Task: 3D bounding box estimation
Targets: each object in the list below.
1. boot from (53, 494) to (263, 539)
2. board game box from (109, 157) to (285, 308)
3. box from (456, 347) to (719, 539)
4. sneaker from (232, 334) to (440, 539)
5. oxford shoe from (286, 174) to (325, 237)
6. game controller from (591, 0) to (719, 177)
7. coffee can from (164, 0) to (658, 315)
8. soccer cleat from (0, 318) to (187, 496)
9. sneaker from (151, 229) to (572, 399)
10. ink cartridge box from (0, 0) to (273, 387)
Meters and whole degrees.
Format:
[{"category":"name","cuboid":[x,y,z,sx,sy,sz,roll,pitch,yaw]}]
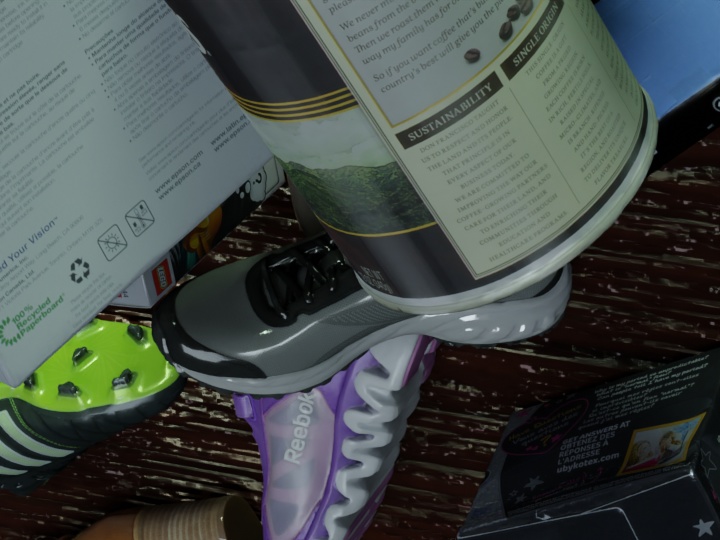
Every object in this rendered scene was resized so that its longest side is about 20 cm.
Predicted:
[{"category":"boot","cuboid":[-0.102,0.223,1.276,0.154,0.077,0.201,-17,110,25]},{"category":"board game box","cuboid":[-0.094,-0.101,1.054,0.034,0.126,0.201,6,122,29]},{"category":"box","cuboid":[0.155,0.159,1.131,0.132,0.115,0.201,-19,111,29]},{"category":"sneaker","cuboid":[-0.026,0.081,1.173,0.088,0.081,0.201,25,118,9]},{"category":"oxford shoe","cuboid":[-0.012,-0.087,1.067,0.071,0.073,0.201,10,122,12]},{"category":"game controller","cuboid":[0.132,-0.105,1.027,0.200,0.042,0.104,-36,103,33]},{"category":"coffee can","cuboid":[0.012,-0.103,0.930,0.146,0.147,0.200,-17,126,27]},{"category":"soccer cleat","cuboid":[-0.168,0.077,1.231,0.199,0.068,0.081,-13,132,26]},{"category":"sneaker","cuboid":[0.000,0.000,1.072,0.199,0.074,0.080,-14,140,-9]},{"category":"ink cartridge box","cuboid":[-0.122,-0.090,0.951,0.040,0.200,0.201,17,141,44]}]
